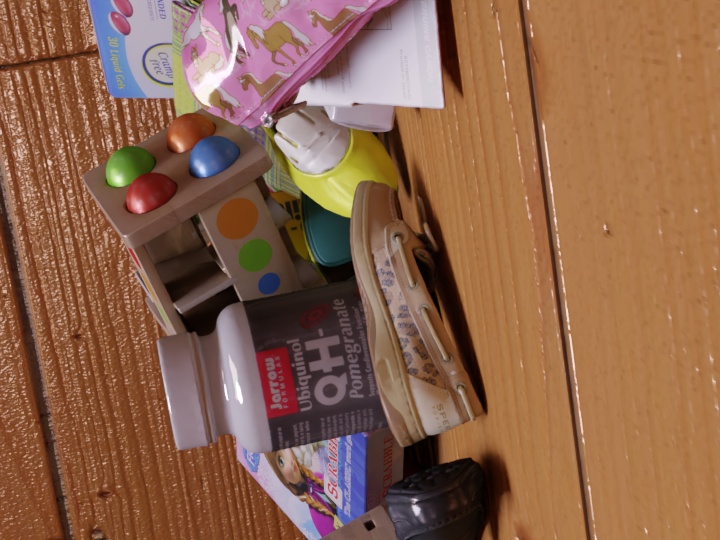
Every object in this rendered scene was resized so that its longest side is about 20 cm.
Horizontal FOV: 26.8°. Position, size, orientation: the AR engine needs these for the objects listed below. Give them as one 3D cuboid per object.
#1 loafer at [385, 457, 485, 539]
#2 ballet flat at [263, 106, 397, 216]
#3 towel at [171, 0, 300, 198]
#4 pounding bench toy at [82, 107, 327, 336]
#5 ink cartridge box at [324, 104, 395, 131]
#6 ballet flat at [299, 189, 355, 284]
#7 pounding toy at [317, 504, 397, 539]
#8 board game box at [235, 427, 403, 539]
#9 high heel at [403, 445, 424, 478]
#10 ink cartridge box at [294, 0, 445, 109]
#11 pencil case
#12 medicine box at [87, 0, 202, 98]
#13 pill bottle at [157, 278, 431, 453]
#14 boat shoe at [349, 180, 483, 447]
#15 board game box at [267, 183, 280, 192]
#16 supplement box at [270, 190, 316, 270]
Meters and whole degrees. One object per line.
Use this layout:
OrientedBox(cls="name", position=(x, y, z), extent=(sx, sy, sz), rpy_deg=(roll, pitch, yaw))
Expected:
OrientedBox(cls="loafer", position=(0.055, 0.166, 0.999), extent=(0.201, 0.068, 0.071), rpy_deg=(86, 164, -79))
OrientedBox(cls="ballet flat", position=(-0.049, -0.113, 1.126), extent=(0.200, 0.067, 0.067), rpy_deg=(50, -170, 33))
OrientedBox(cls="towel", position=(-0.077, -0.135, 1.260), extent=(0.199, 0.023, 0.145), rpy_deg=(28, 136, 24))
OrientedBox(cls="pounding bench toy", position=(-0.138, -0.048, 1.203), extent=(0.200, 0.124, 0.157), rpy_deg=(44, 161, 55))
OrientedBox(cls="ink cartridge box", position=(0.003, -0.215, 1.025), extent=(0.163, 0.057, 0.202), rpy_deg=(-113, 35, -64))
OrientedBox(cls="ballet flat", position=(0.000, 0.000, 1.213), extent=(0.067, 0.066, 0.202), rpy_deg=(46, -155, -76))
OrientedBox(cls="pounding toy", position=(0.033, 0.283, 1.139), extent=(0.185, 0.141, 0.201), rpy_deg=(56, 168, 34))
OrientedBox(cls="board game box", position=(-0.039, 0.140, 1.252), extent=(0.199, 0.041, 0.201), rpy_deg=(42, 144, 39))
OrientedBox(cls="high heel", position=(0.030, 0.243, 1.300), extent=(0.096, 0.067, 0.202), rpy_deg=(-96, 2, -58))
OrientedBox(cls="ink cartridge box", position=(-0.004, -0.200, 0.900), extent=(0.173, 0.043, 0.202), rpy_deg=(10, 110, 48))
OrientedBox(cls="pencil case", position=(-0.029, -0.154, 0.841), extent=(0.200, 0.086, 0.083), rpy_deg=(-36, 18, 54))
OrientedBox(cls="medicine box", position=(-0.129, -0.249, 1.310), extent=(0.183, 0.198, 0.104), rpy_deg=(87, -175, -48))
OrientedBox(cls="pill bottle", position=(-0.043, 0.070, 1.094), extent=(0.111, 0.198, 0.112), rpy_deg=(169, 90, -83))
OrientedBox(cls="boat shoe", position=(0.035, 0.022, 1.008), extent=(0.073, 0.062, 0.201), rpy_deg=(62, -165, -57))
OrientedBox(cls="board game box", position=(-0.073, -0.116, 1.317), extent=(0.096, 0.030, 0.200), rpy_deg=(54, 142, -7))
OrientedBox(cls="supplement box", position=(-0.044, -0.001, 1.391), extent=(0.200, 0.108, 0.111), rpy_deg=(111, 147, -77))
